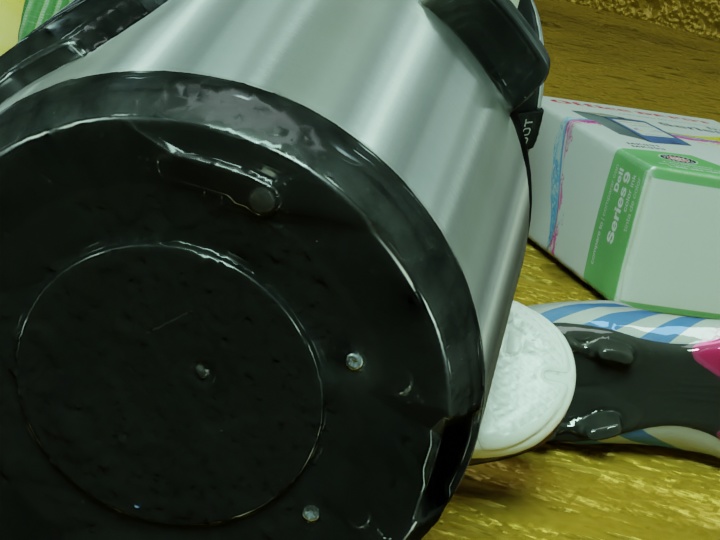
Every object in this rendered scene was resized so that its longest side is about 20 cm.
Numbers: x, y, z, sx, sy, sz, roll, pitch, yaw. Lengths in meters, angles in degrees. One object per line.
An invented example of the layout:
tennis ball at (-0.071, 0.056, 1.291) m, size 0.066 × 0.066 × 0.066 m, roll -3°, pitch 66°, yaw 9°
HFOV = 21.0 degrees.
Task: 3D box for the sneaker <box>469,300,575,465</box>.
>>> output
sneaker at (-0.017, 0.045, 0.738) m, size 0.199 × 0.077 × 0.082 m, roll 10°, pitch -18°, yaw 14°

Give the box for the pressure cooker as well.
pressure cooker at (-0.036, -0.008, 0.612) m, size 0.175 × 0.179 × 0.200 m, roll 8°, pitch 27°, yaw 9°

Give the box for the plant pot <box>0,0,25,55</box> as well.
plant pot at (-0.134, -0.093, 0.893) m, size 0.200 × 0.202 × 0.189 m, roll -1°, pitch 29°, yaw -44°

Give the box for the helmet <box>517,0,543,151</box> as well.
helmet at (-0.015, -0.113, 1.079) m, size 0.190 × 0.201 × 0.200 m, roll 3°, pitch 16°, yaw -25°

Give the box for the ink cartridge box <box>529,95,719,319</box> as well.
ink cartridge box at (0.184, -0.038, 1.156) m, size 0.145 × 0.088 × 0.200 m, roll 7°, pitch 13°, yaw -18°

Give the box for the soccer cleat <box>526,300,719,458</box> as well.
soccer cleat at (0.144, 0.044, 0.832) m, size 0.199 × 0.070 × 0.086 m, roll 9°, pitch 14°, yaw -10°

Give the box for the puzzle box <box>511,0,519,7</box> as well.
puzzle box at (-0.001, -0.090, 0.966) m, size 0.132 × 0.201 × 0.025 m, roll 11°, pitch 25°, yaw -8°

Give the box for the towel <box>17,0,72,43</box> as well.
towel at (-0.083, -0.065, 0.791) m, size 0.152 × 0.201 × 0.023 m, roll -1°, pitch 23°, yaw -45°
